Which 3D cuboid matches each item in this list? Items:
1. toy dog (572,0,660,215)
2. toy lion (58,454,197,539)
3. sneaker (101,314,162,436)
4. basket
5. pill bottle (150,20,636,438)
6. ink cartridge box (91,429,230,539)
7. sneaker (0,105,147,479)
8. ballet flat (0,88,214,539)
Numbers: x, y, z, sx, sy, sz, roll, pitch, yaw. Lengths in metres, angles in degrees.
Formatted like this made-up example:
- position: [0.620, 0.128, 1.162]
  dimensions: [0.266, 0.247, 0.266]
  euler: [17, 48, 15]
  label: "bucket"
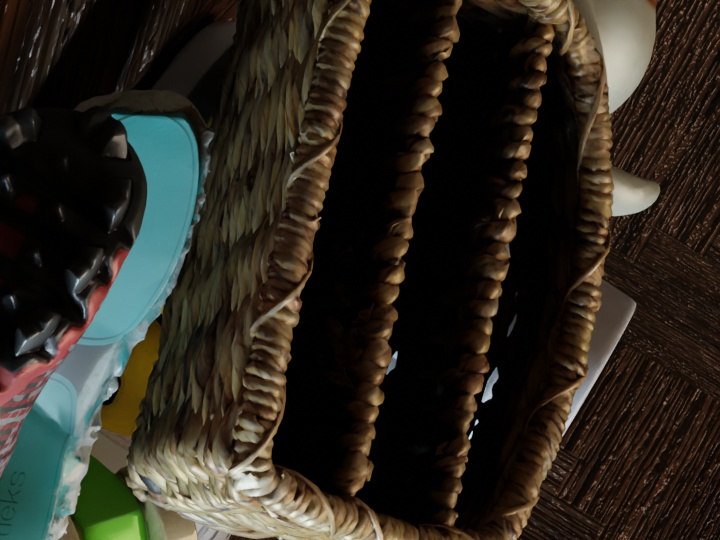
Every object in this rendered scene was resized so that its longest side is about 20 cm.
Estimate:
- position: [0.072, -0.108, 1.082]
  dimensions: [0.200, 0.193, 0.140]
  euler: [-34, 143, -61]
  label: "toy dog"
- position: [-0.129, 0.161, 0.965]
  dimensions: [0.068, 0.191, 0.202]
  euler: [-16, 109, -30]
  label: "toy lion"
- position: [-0.071, 0.030, 1.010]
  dimensions: [0.070, 0.090, 0.200]
  euler: [-60, 174, 20]
  label: "sneaker"
- position: [0.022, -0.003, 0.774]
  dimensions: [0.149, 0.142, 0.202]
  euler: [159, -54, -69]
  label: "basket"
- position: [0.000, 0.000, 0.917]
  dimensions: [0.115, 0.199, 0.114]
  euler: [-58, 175, -8]
  label: "pill bottle"
- position: [-0.107, 0.110, 1.143]
  dimensions: [0.146, 0.084, 0.201]
  euler: [-51, 168, -52]
  label: "ink cartridge box"
- position: [-0.131, 0.040, 0.679]
  dimensions: [0.201, 0.071, 0.098]
  euler: [-56, 173, -12]
  label: "sneaker"
- position: [-0.111, 0.016, 0.805]
  dimensions: [0.201, 0.071, 0.072]
  euler: [-64, 172, 21]
  label: "ballet flat"
